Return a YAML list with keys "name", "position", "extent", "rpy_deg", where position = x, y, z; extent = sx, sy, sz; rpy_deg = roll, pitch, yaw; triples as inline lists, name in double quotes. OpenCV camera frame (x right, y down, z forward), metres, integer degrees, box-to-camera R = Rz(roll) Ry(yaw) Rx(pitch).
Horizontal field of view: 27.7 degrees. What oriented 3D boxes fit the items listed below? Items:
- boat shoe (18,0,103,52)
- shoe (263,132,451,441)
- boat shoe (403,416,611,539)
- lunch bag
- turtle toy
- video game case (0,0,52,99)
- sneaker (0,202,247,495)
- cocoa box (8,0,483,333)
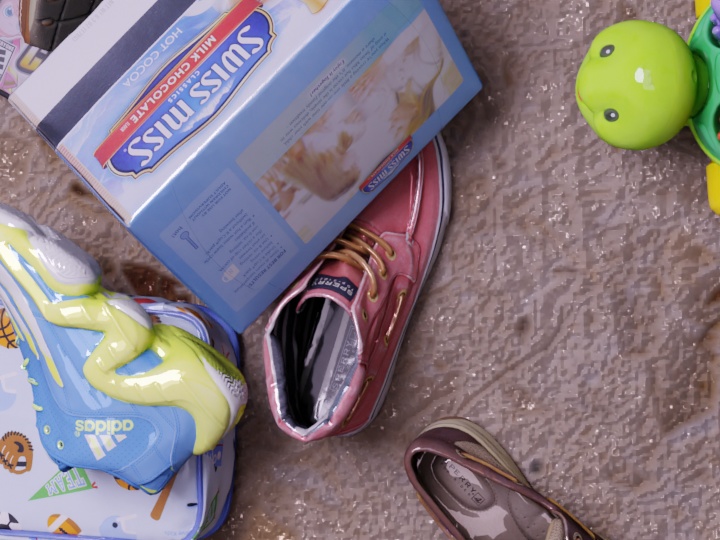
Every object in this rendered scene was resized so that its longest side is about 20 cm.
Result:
- name: "boat shoe"
  position: [-0.163, -0.230, 0.861]
  extent: [0.074, 0.075, 0.202]
  rpy_deg: [28, 106, 39]
- name: "shoe"
  position: [0.000, 0.000, 0.830]
  extent: [0.071, 0.091, 0.202]
  rpy_deg: [15, 93, 13]
- name: "boat shoe"
  position: [0.100, 0.163, 0.814]
  extent: [0.072, 0.072, 0.200]
  rpy_deg: [-45, 81, 9]
- name: "lunch bag"
  position: [-0.174, 0.093, 0.880]
  extent: [0.198, 0.076, 0.162]
  rpy_deg: [3, 92, 12]
- name: "turtle toy"
  position: [0.214, -0.102, 0.775]
  extent: [0.198, 0.101, 0.148]
  rpy_deg: [-5, 88, 13]
- name: "video game case"
  position: [-0.147, -0.171, 0.900]
  extent: [0.199, 0.025, 0.182]
  rpy_deg: [28, 95, 12]
- name: "sneaker"
  position: [-0.164, 0.048, 0.800]
  extent: [0.199, 0.076, 0.105]
  rpy_deg: [36, 91, 6]
- name: "cocoa box"
  position: [-0.058, -0.096, 0.786]
  extent: [0.200, 0.133, 0.131]
  rpy_deg: [-45, 54, -4]
